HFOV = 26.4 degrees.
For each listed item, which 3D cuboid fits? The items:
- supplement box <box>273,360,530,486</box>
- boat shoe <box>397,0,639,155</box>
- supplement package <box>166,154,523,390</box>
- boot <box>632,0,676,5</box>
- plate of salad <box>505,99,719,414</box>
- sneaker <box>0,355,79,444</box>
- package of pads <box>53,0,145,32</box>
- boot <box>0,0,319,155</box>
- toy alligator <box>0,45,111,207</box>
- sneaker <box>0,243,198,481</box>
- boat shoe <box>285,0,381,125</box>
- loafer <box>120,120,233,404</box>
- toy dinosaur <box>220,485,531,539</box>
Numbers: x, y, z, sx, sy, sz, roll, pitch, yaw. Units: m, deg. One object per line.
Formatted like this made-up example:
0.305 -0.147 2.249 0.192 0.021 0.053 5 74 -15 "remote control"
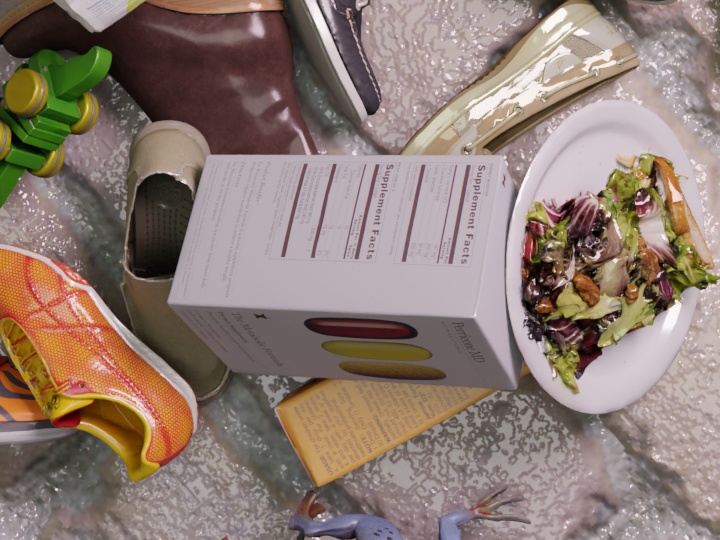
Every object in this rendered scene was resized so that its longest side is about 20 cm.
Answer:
0.043 0.068 1.032 0.200 0.067 0.069 -31 89 5 "supplement box"
0.093 -0.095 1.020 0.201 0.073 0.063 -42 84 -2 "boat shoe"
0.000 0.000 0.967 0.199 0.114 0.110 2 64 22 "supplement package"
0.148 -0.258 1.014 0.200 0.072 0.144 18 64 25 "boot"
0.166 -0.007 0.971 0.048 0.200 0.201 8 94 47 "plate of salad"
-0.283 0.054 1.052 0.199 0.078 0.112 9 94 4 "sneaker"
-0.154 -0.257 0.983 0.154 0.068 0.200 -35 46 5 "package of pads"
-0.139 -0.124 1.037 0.199 0.072 0.167 -15 96 12 "boot"
-0.238 -0.084 1.024 0.200 0.059 0.054 -48 57 18 "toy alligator"
-0.196 0.056 1.017 0.200 0.077 0.073 39 136 6 "sneaker"
-0.026 -0.197 1.026 0.060 0.074 0.200 -26 91 -12 "boat shoe"
-0.127 0.003 1.024 0.075 0.068 0.201 -5 110 8 "loafer"
0.035 0.216 1.003 0.181 0.200 0.105 17 112 35 "toy dinosaur"
